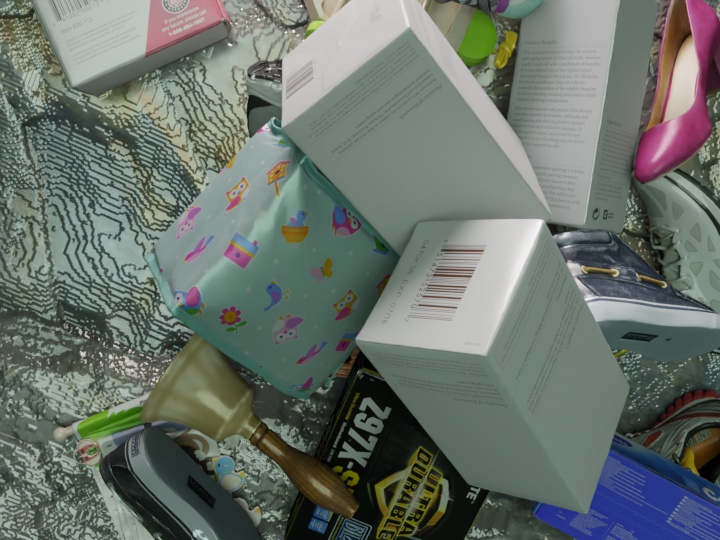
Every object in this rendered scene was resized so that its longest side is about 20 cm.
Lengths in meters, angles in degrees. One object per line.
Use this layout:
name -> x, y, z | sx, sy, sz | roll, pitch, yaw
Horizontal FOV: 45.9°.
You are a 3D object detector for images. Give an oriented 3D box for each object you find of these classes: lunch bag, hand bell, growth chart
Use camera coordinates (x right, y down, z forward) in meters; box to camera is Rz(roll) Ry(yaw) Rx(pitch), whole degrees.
lunch bag -> -0.054, 0.003, 0.726 | 0.171, 0.122, 0.200 | -47, 128, 1
hand bell -> -0.082, 0.146, 0.739 | 0.198, 0.104, 0.105 | 36, 92, 4
growth chart -> -0.183, 0.209, 0.808 | 0.142, 0.018, 0.203 | -25, 98, -3

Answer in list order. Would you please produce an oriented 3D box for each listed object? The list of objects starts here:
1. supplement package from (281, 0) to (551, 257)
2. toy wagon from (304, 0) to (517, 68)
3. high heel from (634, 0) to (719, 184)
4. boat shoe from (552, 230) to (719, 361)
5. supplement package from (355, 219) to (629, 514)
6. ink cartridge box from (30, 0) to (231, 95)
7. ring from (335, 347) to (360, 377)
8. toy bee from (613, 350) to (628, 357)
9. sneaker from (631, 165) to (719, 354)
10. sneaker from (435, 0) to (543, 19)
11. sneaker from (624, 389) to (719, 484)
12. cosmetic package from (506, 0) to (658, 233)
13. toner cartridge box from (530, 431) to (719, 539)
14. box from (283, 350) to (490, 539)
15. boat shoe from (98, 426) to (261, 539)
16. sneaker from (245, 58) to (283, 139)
supplement package -> 0.043, -0.105, 0.674 | 0.119, 0.122, 0.200 | -34, 122, 19
toy wagon -> 0.045, -0.233, 0.752 | 0.197, 0.040, 0.158 | 28, 73, -8
high heel -> 0.274, -0.165, 0.751 | 0.096, 0.067, 0.200 | 50, 63, -15
boat shoe -> 0.244, 0.020, 0.738 | 0.197, 0.071, 0.093 | 10, 56, -32
supplement package -> 0.107, 0.072, 0.641 | 0.201, 0.116, 0.118 | 54, 54, -35
ink cartridge box -> -0.214, -0.274, 0.722 | 0.144, 0.083, 0.204 | -23, 98, -2
ring -> 0.000, 0.000, 0.801 | 0.195, 0.019, 0.206 | 0, 95, -4
toy bee -> 0.182, 0.082, 0.781 | 0.131, 0.109, 0.200 | -44, 98, 3
sneaker -> 0.300, -0.001, 0.797 | 0.115, 0.076, 0.201 | -43, 100, -1
sneaker -> 0.086, -0.319, 0.718 | 0.137, 0.078, 0.205 | 0, 77, -19
sneaker -> 0.284, 0.189, 0.812 | 0.198, 0.082, 0.078 | -37, 99, 1
cosmetic package -> 0.189, -0.142, 0.753 | 0.070, 0.100, 0.205 | 2, 98, -44
toner cartridge box -> 0.261, 0.219, 0.766 | 0.197, 0.043, 0.096 | 28, 110, -2
box -> 0.034, 0.193, 0.785 | 0.157, 0.049, 0.203 | 22, 109, -4
boat shoe -> -0.157, 0.232, 0.765 | 0.067, 0.074, 0.200 | -30, 116, 15
sneaker -> -0.009, -0.135, 0.769 | 0.195, 0.074, 0.081 | 8, 120, -9
